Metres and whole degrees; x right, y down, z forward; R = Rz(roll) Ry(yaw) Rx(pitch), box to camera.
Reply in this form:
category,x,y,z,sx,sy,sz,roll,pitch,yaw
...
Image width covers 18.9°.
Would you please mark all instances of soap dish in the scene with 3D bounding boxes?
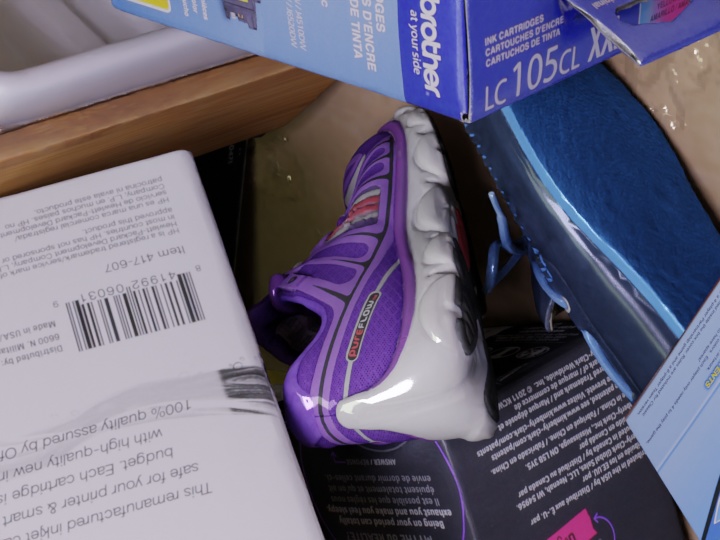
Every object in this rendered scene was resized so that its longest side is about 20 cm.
category,x,y,z,sx,sy,sz,roll,pitch,yaw
soap dish,-0.116,-0.101,0.829,0.157,0.200,0.081,44,132,23

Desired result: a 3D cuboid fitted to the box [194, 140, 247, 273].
category,x,y,z,sx,sy,sz,roll,pitch,yaw
box,-0.190,-0.030,0.935,0.198,0.200,0.123,21,112,39

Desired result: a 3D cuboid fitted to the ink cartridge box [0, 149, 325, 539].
category,x,y,z,sx,sy,sz,roll,pitch,yaw
ink cartridge box,-0.097,0.074,0.722,0.084,0.146,0.200,88,165,-56

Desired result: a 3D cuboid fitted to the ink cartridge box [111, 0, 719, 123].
category,x,y,z,sx,sy,sz,roll,pitch,yaw
ink cartridge box,0.028,-0.116,0.717,0.200,0.136,0.076,21,125,40

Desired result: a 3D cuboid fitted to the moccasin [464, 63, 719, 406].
category,x,y,z,sx,sy,sz,roll,pitch,yaw
moccasin,0.084,0.002,0.758,0.068,0.080,0.200,-41,77,44

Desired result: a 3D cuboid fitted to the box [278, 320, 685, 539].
category,x,y,z,sx,sy,sz,roll,pitch,yaw
box,0.054,0.130,0.833,0.122,0.106,0.200,-4,106,50

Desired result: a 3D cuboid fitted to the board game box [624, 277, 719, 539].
category,x,y,z,sx,sy,sz,roll,pitch,yaw
board game box,0.156,0.003,0.644,0.200,0.019,0.103,-60,33,25

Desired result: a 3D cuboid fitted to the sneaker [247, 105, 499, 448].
category,x,y,z,sx,sy,sz,roll,pitch,yaw
sneaker,0.000,0.000,0.782,0.083,0.200,0.081,-13,111,6

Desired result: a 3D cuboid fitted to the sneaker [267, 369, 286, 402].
category,x,y,z,sx,sy,sz,roll,pitch,yaw
sneaker,-0.009,0.126,0.938,0.090,0.078,0.200,-132,24,-66
